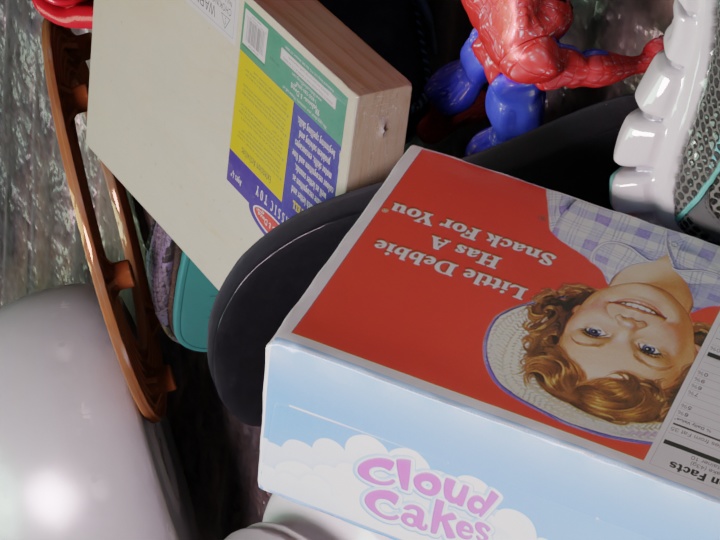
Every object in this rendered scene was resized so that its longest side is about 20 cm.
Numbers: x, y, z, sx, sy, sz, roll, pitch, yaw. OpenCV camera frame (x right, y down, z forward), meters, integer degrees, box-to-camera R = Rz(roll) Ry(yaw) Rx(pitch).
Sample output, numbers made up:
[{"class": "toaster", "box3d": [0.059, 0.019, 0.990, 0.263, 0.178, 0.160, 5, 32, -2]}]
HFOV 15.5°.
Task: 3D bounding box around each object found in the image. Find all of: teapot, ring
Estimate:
[{"class": "teapot", "box3d": [-0.164, 0.112, 1.297, 0.200, 0.145, 0.199, 118, 135, -88]}, {"class": "ring", "box3d": [-0.116, -0.027, 1.258, 0.200, 0.019, 0.202, -15, -90, -88]}]

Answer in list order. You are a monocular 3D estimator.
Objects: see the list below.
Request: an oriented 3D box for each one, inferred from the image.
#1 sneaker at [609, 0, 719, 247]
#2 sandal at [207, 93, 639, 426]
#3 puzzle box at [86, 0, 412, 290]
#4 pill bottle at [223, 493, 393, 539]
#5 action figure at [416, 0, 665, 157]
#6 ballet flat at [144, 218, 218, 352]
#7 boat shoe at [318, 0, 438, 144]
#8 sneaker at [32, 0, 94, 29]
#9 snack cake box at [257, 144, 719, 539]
[{"class": "sneaker", "box3d": [0.142, -0.080, 0.816, 0.091, 0.077, 0.201, 33, 136, 30]}, {"class": "sandal", "box3d": [0.030, 0.000, 0.922, 0.076, 0.199, 0.043, 50, -160, -36]}, {"class": "puzzle box", "box3d": [-0.049, -0.059, 1.020, 0.200, 0.025, 0.134, 46, 138, 42]}, {"class": "pill bottle", "box3d": [0.038, 0.097, 0.913, 0.114, 0.199, 0.114, 35, 141, 35]}, {"class": "action figure", "box3d": [0.075, -0.085, 0.937, 0.200, 0.098, 0.066, 94, 151, -74]}, {"class": "ballet flat", "box3d": [-0.061, -0.053, 1.185, 0.072, 0.072, 0.201, 54, 144, 33]}, {"class": "boat shoe", "box3d": [-0.023, -0.144, 1.054, 0.201, 0.084, 0.069, 63, 146, 17]}, {"class": "sneaker", "box3d": [-0.110, -0.170, 1.159, 0.200, 0.115, 0.079, 39, 135, 45]}, {"class": "snack cake box", "box3d": [0.081, 0.045, 0.819, 0.199, 0.115, 0.068, 20, 133, 15]}]
